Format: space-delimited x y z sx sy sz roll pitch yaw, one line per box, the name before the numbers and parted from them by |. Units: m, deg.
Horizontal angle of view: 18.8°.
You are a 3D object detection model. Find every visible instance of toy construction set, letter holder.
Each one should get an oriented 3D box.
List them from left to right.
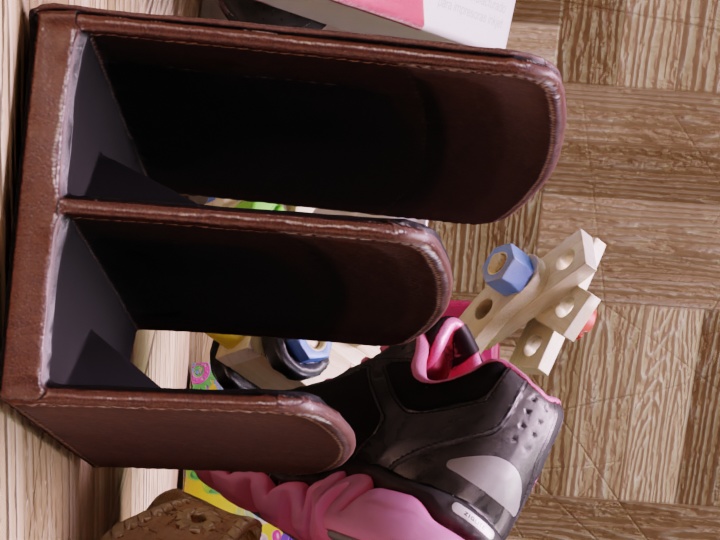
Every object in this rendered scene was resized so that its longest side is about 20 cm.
letter holder | -0.016 0.004 0.627 0.200 0.142 0.101 95 -1 -80
toy construction set | 0.000 0.000 0.873 0.092 0.200 0.131 -39 -151 54

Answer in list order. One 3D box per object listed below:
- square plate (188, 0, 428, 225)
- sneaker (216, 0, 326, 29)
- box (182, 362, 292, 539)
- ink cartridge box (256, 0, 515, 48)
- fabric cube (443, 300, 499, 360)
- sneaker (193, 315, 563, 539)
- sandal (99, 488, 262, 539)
square plate | -0.029 -0.085 1.001 0.198 0.028 0.201 0 -95 58
sneaker | -0.046 -0.200 0.898 0.116 0.075 0.201 25 63 -79
box | -0.009 0.169 1.179 0.193 0.122 0.201 43 46 -61
ink cartridge box | 0.011 -0.197 0.847 0.145 0.083 0.201 8 94 -57
fabric cube | 0.005 0.126 1.667 0.196 0.199 0.200 -67 160 -86
sneaker | 0.008 0.060 0.769 0.096 0.079 0.200 -61 -155 -10
sandal | -0.068 0.113 0.756 0.078 0.070 0.212 -64 -159 -2
